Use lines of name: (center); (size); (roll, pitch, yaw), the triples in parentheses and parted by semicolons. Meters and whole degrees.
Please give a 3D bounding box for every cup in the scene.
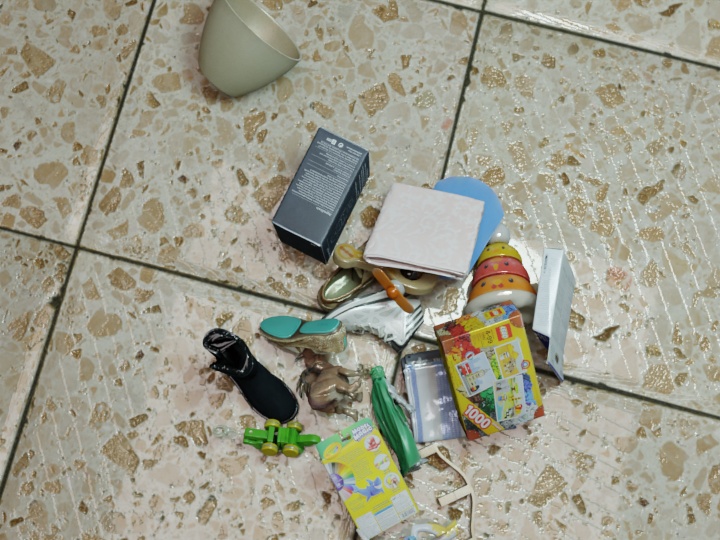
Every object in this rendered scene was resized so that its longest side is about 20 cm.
cup: (-0.232, -0.423, 1.817); (0.143, 0.200, 0.201); (-45, 80, 19)

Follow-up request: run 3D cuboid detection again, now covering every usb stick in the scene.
usb stick: (0.174, 0.169, 1.754); (0.196, 0.033, 0.057); (-9, 79, -1)

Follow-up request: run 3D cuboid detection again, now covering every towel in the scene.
towel: (0.182, 0.233, 1.728); (0.196, 0.024, 0.150); (-7, 95, -1)
towel: (0.119, -0.072, 1.706); (0.187, 0.033, 0.202); (12, 47, 11)

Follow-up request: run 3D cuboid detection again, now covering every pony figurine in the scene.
pony figurine: (0.085, 0.530, 1.625); (0.196, 0.167, 0.196); (-9, 68, -2)

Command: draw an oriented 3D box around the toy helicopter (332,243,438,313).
toy helicopter: (0.044, 0.000, 1.705); (0.196, 0.079, 0.134); (13, 51, -5)

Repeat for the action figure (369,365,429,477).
action figure: (0.063, 0.265, 1.713); (0.054, 0.118, 0.203); (-13, 68, -25)

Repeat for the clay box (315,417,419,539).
clay box: (0.010, 0.363, 1.673); (0.113, 0.048, 0.202); (-27, 100, -2)

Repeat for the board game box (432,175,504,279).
board game box: (0.181, -0.078, 1.797); (0.157, 0.039, 0.202); (32, 89, 29)

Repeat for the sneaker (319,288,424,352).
sneaker: (0.027, 0.105, 1.747); (0.197, 0.076, 0.117); (-20, 77, -6)

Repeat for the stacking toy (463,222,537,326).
stacking toy: (0.257, 0.000, 1.757); (0.143, 0.147, 0.203); (-3, 61, 0)

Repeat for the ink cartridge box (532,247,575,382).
ink cartridge box: (0.344, 0.084, 1.686); (0.040, 0.200, 0.204); (5, 76, 20)

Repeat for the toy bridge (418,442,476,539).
toy bridge: (0.172, 0.407, 1.708); (0.066, 0.027, 0.203); (-23, 80, -4)

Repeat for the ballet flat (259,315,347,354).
ballet flat: (-0.104, 0.124, 1.728); (0.071, 0.198, 0.066); (-46, 125, -37)

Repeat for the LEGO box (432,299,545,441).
LEGO box: (0.226, 0.175, 1.654); (0.146, 0.077, 0.203); (-18, 110, -1)

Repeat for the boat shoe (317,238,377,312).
boat shoe: (0.000, 0.000, 1.770); (0.076, 0.074, 0.200); (43, 82, 8)

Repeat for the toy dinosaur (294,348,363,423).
toy dinosaur: (-0.064, 0.212, 1.692); (0.133, 0.200, 0.087); (5, 108, 3)

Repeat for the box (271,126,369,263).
box: (-0.070, -0.137, 1.762); (0.106, 0.149, 0.203); (25, 79, 6)

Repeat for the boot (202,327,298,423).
boot: (-0.197, 0.192, 1.686); (0.076, 0.168, 0.200); (-44, 82, -8)

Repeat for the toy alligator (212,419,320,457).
toy alligator: (-0.170, 0.310, 1.720); (0.196, 0.055, 0.060); (4, 51, 1)
